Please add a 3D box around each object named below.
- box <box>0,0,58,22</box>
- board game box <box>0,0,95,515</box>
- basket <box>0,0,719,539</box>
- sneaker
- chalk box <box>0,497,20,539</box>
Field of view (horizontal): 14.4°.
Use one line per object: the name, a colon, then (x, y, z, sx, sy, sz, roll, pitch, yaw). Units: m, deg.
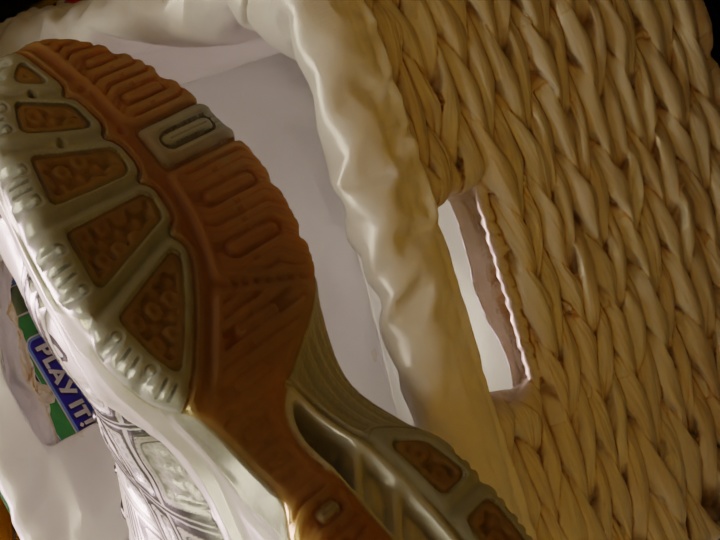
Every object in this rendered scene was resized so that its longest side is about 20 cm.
box: (-0.116, -0.144, 0.805, 0.049, 0.160, 0.200, 34, 129, 17)
board game box: (-0.107, -0.036, 0.928, 0.200, 0.134, 0.029, 58, 141, 7)
basket: (0.000, 0.000, 0.809, 0.200, 0.161, 0.199, -7, 104, 50)
sneaker: (-0.041, 0.040, 0.695, 0.200, 0.076, 0.088, 56, 139, 10)
chalk box: (-0.205, 0.107, 0.988, 0.200, 0.124, 0.125, -35, 82, 11)
